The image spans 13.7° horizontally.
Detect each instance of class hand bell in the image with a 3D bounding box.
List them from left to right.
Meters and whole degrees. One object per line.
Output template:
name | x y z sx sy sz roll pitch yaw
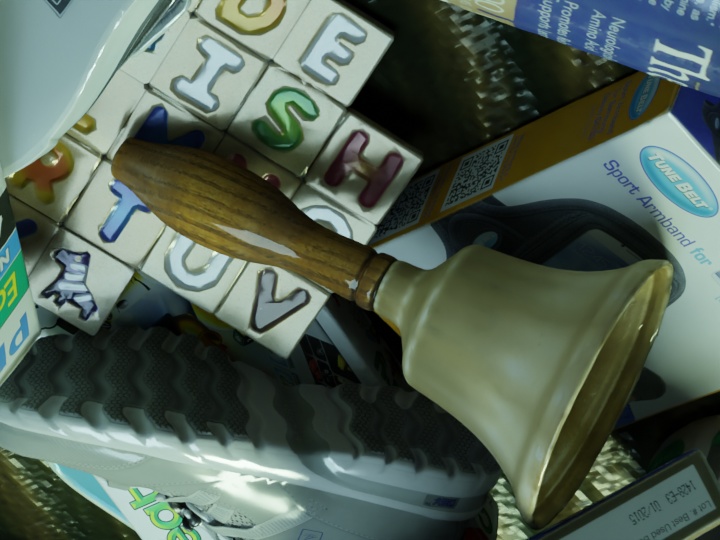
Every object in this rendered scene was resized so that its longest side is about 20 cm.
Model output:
hand bell | 0.000 0.000 1.068 0.199 0.104 0.104 27 142 15

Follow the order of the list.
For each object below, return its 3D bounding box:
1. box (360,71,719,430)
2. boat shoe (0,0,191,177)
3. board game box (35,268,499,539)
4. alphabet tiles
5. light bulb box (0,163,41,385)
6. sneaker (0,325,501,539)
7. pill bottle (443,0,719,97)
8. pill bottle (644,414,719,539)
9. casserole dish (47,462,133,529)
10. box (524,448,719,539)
box | 0.097 -0.005 1.092 0.119 0.042 0.200 44 139 -21
boat shoe | -0.093 -0.103 1.036 0.072 0.068 0.200 48 126 8
board game box | -0.048 0.054 1.190 0.126 0.035 0.200 -26 116 20
alphabet tiles | -0.086 -0.055 1.098 0.200 0.008 0.167 31 114 -8
light bulb box | -0.233 -0.030 1.030 0.198 0.125 0.200 23 148 21
sneaker | -0.050 0.081 1.140 0.199 0.075 0.082 14 119 -5
pill bottle | 0.123 -0.106 0.910 0.199 0.111 0.111 20 140 6
pill bottle | 0.137 0.161 1.128 0.113 0.200 0.113 14 140 12
casserole dish | -0.055 0.088 1.273 0.200 0.039 0.121 33 140 -12
box | 0.043 0.126 1.112 0.032 0.121 0.200 61 153 5
